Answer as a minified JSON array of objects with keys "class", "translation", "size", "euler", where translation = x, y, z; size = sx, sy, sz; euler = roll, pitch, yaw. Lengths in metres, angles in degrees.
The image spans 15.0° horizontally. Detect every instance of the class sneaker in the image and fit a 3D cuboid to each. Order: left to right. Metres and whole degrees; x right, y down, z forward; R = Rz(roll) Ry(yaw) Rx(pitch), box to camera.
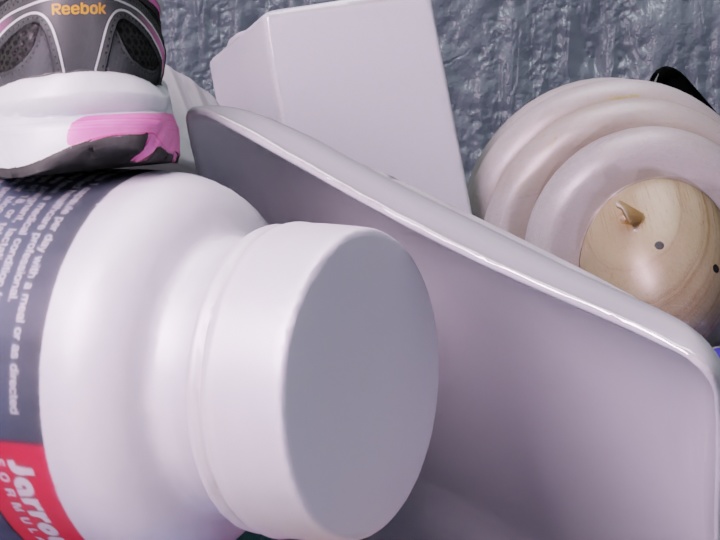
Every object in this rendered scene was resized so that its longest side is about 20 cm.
[{"class":"sneaker","translation":[-0.093,-0.083,0.868],"size":[0.080,0.087,0.200],"euler":[-4,9,-17]}]

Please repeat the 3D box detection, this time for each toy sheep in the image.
[{"class":"toy sheep","translation":[0.099,-0.012,1.086],"size":[0.137,0.138,0.200],"euler":[1,16,-14]}]

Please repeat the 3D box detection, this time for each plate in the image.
[{"class":"plate","translation":[0.041,0.045,0.862],"size":[0.200,0.200,0.032],"euler":[27,58,30]}]

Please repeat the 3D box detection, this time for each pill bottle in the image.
[{"class":"pill bottle","translation":[-0.085,0.028,0.822],"size":[0.200,0.120,0.119],"euler":[2,5,31]}]

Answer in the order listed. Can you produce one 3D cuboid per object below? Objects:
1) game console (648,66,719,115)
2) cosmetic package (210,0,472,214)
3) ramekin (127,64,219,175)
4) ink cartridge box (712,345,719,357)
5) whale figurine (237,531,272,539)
[{"class":"game console","translation":[0.208,0.017,1.244],"size":[0.200,0.116,0.176],"euler":[44,-12,-27]},{"class":"cosmetic package","translation":[0.000,0.000,1.078],"size":[0.071,0.201,0.101],"euler":[-10,-3,-17]},{"class":"ramekin","translation":[-0.119,0.003,1.027],"size":[0.202,0.203,0.094],"euler":[1,40,-13]},{"class":"ink cartridge box","translation":[0.236,0.056,1.014],"size":[0.197,0.047,0.200],"euler":[8,6,29]},{"class":"whale figurine","translation":[-0.123,0.104,0.944],"size":[0.200,0.104,0.159],"euler":[-23,22,-12]}]
